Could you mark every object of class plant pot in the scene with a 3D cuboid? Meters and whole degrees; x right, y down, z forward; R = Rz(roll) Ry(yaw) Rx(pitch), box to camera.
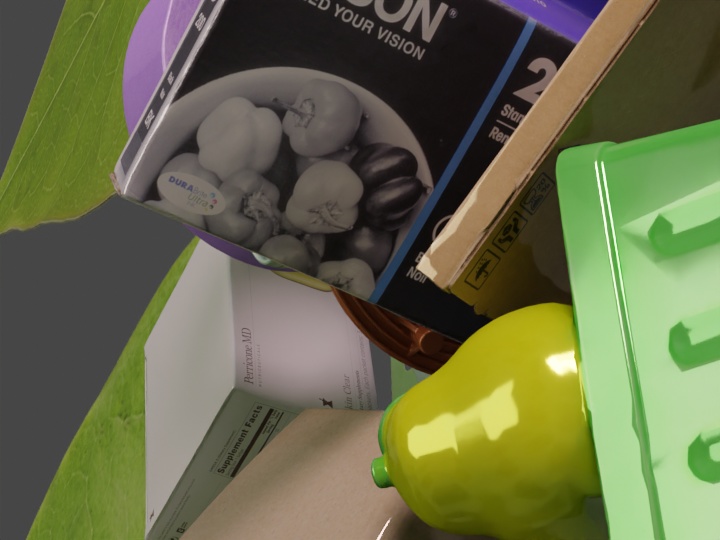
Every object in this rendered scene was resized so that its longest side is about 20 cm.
[{"bbox_3d":[0.016,0.173,0.833,0.200,0.199,0.178,-6,53,58],"label":"plant pot"}]

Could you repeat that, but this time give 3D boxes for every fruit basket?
[{"bbox_3d":[0.115,0.057,0.690,0.215,0.155,0.217,-24,57,42],"label":"fruit basket"}]

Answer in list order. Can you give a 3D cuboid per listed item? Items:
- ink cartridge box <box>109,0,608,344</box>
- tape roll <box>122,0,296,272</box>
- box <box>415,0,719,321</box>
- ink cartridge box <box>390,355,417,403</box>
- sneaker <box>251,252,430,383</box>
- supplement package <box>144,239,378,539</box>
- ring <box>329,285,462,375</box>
[{"bbox_3d":[0.025,-0.085,0.767,0.201,0.197,0.043,-61,26,11],"label":"ink cartridge box"},{"bbox_3d":[-0.035,-0.104,1.053,0.066,0.199,0.201,-29,47,59],"label":"tape roll"},{"bbox_3d":[0.119,-0.057,0.768,0.021,0.163,0.200,37,93,29],"label":"box"},{"bbox_3d":[0.048,-0.009,1.113,0.200,0.048,0.146,-50,31,42],"label":"ink cartridge box"},{"bbox_3d":[0.000,0.000,0.883,0.074,0.118,0.202,11,120,56],"label":"sneaker"},{"bbox_3d":[-0.075,0.081,1.264,0.156,0.110,0.201,-59,25,33],"label":"supplement package"},{"bbox_3d":[0.076,-0.036,0.839,0.201,0.199,0.019,-67,22,14],"label":"ring"}]
